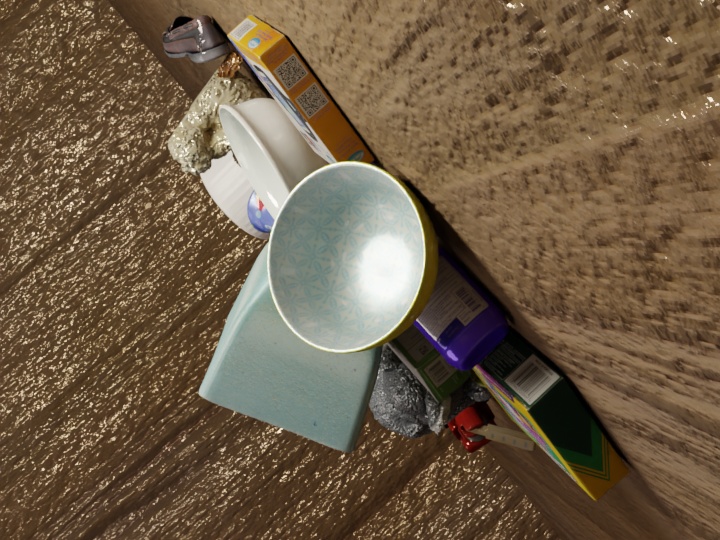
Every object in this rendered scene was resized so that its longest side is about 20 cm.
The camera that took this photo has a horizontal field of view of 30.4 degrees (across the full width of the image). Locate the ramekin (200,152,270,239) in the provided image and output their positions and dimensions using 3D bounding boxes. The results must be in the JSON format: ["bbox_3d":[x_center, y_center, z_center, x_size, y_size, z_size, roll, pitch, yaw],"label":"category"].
[{"bbox_3d":[-0.169,-0.147,2.138,0.200,0.098,0.201,44,-161,-20],"label":"ramekin"}]

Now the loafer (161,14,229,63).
[{"bbox_3d":[-0.237,-0.337,1.870,0.200,0.071,0.063,30,142,62],"label":"loafer"}]

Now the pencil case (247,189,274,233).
[{"bbox_3d":[-0.066,-0.062,1.829,0.199,0.078,0.087,23,154,35],"label":"pencil case"}]

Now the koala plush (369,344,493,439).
[{"bbox_3d":[0.083,0.156,1.861,0.178,0.184,0.200,48,-176,6],"label":"koala plush"}]

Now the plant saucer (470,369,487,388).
[{"bbox_3d":[0.117,0.062,1.712,0.200,0.048,0.200,50,176,0],"label":"plant saucer"}]

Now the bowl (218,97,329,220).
[{"bbox_3d":[-0.088,-0.141,1.655,0.202,0.090,0.201,54,168,16],"label":"bowl"}]

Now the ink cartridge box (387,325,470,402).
[{"bbox_3d":[0.052,0.069,1.726,0.200,0.059,0.104,47,175,35],"label":"ink cartridge box"}]

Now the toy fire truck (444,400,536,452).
[{"bbox_3d":[0.209,0.261,2.276,0.201,0.128,0.176,59,-178,32],"label":"toy fire truck"}]

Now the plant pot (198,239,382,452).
[{"bbox_3d":[-0.054,0.054,1.569,0.195,0.201,0.196,21,-151,-4],"label":"plant pot"}]

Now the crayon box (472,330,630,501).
[{"bbox_3d":[0.200,0.148,1.512,0.173,0.058,0.200,50,177,-33],"label":"crayon box"}]

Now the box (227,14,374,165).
[{"bbox_3d":[-0.059,-0.179,1.436,0.201,0.041,0.119,54,175,-29],"label":"box"}]

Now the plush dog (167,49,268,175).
[{"bbox_3d":[-0.153,-0.201,1.860,0.171,0.161,0.200,36,-153,-11],"label":"plush dog"}]

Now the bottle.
[{"bbox_3d":[0.075,0.017,1.471,0.200,0.084,0.065,47,-178,23],"label":"bottle"}]

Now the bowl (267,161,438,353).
[{"bbox_3d":[0.010,-0.009,1.409,0.200,0.201,0.107,47,-160,28],"label":"bowl"}]
